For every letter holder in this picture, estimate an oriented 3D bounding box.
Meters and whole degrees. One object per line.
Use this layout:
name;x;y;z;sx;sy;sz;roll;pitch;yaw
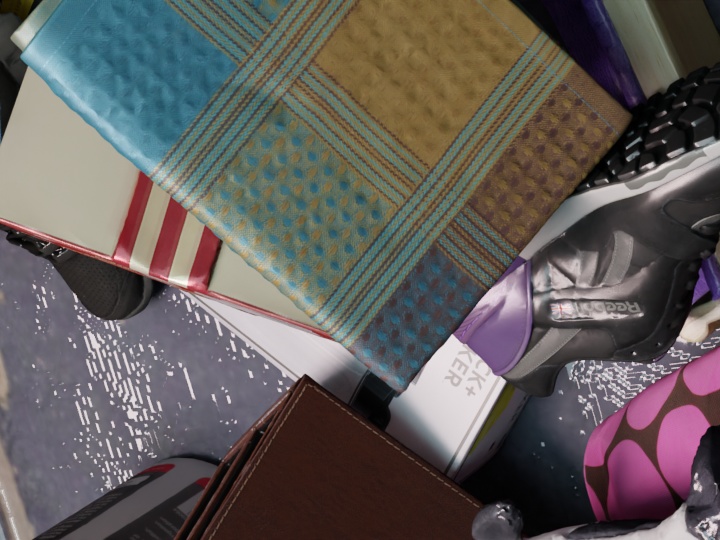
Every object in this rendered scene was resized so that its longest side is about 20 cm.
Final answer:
letter holder;0.004;0.175;0.989;0.200;0.142;0.101;35;145;-6

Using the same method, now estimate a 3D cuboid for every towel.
towel;-0.012;-0.072;0.794;0.200;0.022;0.147;42;86;-12

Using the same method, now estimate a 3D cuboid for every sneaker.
sneaker;0.117;-0.012;0.852;0.200;0.076;0.088;-29;108;42
sneaker;-0.178;-0.042;1.082;0.073;0.082;0.200;5;135;46

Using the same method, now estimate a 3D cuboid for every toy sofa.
toy sofa;0.126;-0.074;0.906;0.097;0.083;0.201;-22;95;35

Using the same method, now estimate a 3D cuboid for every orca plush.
orca plush;0.108;0.121;0.887;0.105;0.071;0.200;49;138;17

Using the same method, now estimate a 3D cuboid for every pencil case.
pencil case;0.170;0.073;0.890;0.200;0.090;0.094;-46;57;61

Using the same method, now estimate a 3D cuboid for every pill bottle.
pill bottle;-0.136;0.182;1.093;0.110;0.200;0.111;12;114;30

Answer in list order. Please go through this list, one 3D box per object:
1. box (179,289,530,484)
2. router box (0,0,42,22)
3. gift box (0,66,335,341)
box;0.000;0.000;1.027;0.200;0.060;0.117;38;124;15
router box;-0.139;-0.201;1.046;0.157;0.052;0.201;31;121;20
gift box;-0.037;-0.077;0.885;0.184;0.200;0.187;19;86;2
